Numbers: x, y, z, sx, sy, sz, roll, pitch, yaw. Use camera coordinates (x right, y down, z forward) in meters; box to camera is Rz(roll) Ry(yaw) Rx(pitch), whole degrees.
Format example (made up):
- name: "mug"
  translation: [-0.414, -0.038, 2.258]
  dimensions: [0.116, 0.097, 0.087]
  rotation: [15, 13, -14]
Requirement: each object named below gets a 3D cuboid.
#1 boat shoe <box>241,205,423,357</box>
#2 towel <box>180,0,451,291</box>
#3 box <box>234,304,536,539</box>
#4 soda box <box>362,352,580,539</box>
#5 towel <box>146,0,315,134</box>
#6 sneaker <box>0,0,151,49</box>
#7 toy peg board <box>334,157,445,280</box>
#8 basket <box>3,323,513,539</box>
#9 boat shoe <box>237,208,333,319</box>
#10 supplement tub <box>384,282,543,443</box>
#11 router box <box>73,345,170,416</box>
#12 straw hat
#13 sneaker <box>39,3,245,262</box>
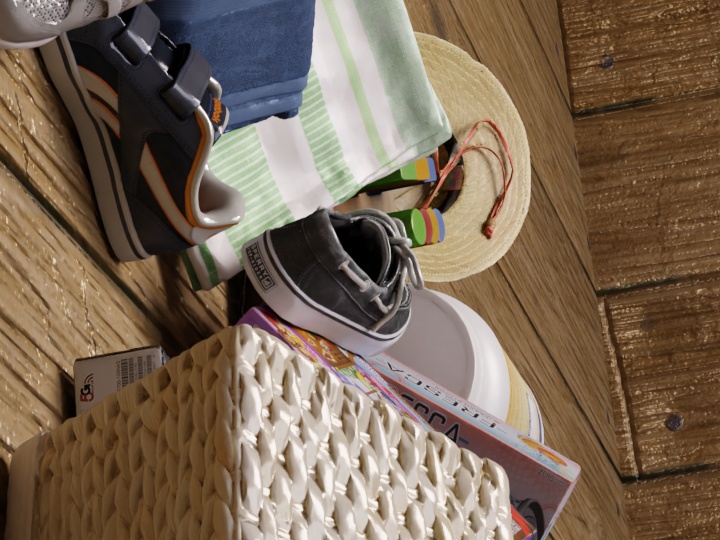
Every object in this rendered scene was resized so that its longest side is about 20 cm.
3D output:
- name: "boat shoe"
  translation: [-0.001, -0.002, 1.764]
  dimensions: [0.074, 0.068, 0.199]
  rotation: [64, 16, 21]
- name: "towel"
  translation: [-0.043, -0.097, 1.762]
  dimensions: [0.200, 0.023, 0.153]
  rotation: [-33, 115, -29]
- name: "box"
  translation: [0.011, 0.100, 1.737]
  dimensions: [0.200, 0.039, 0.137]
  rotation: [44, 9, 7]
- name: "soda box"
  translation: [0.036, 0.107, 1.896]
  dimensions: [0.069, 0.199, 0.064]
  rotation: [-62, 173, 9]
- name: "towel"
  translation: [-0.075, -0.172, 1.658]
  dimensions: [0.048, 0.111, 0.201]
  rotation: [33, -52, 43]
- name: "sneaker"
  translation: [-0.121, -0.166, 1.502]
  dimensions: [0.200, 0.082, 0.075]
  rotation: [-31, 106, -50]
- name: "toy peg board"
  translation: [0.008, -0.087, 2.085]
  dimensions: [0.199, 0.097, 0.201]
  rotation: [-9, 89, -67]
- name: "basket"
  translation: [-0.041, 0.161, 1.346]
  dimensions: [0.198, 0.161, 0.201]
  rotation: [30, 41, -35]
- name: "boat shoe"
  translation: [-0.057, -0.047, 1.923]
  dimensions: [0.072, 0.072, 0.201]
  rotation: [30, 55, -25]
- name: "supplement tub"
  translation: [0.039, 0.095, 2.046]
  dimensions: [0.200, 0.143, 0.145]
  rotation: [54, 27, -67]
- name: "router box"
  translation: [-0.097, 0.159, 1.520]
  dimensions: [0.149, 0.051, 0.201]
  rotation: [62, 20, -63]
- name: "straw hat"
  translation: [0.029, -0.077, 2.277]
  dimensions: [0.200, 0.085, 0.202]
  rotation: [8, 78, -41]
- name: "sneaker"
  translation: [-0.117, -0.102, 1.602]
  dimensions: [0.079, 0.079, 0.201]
  rotation: [-81, 157, -57]
